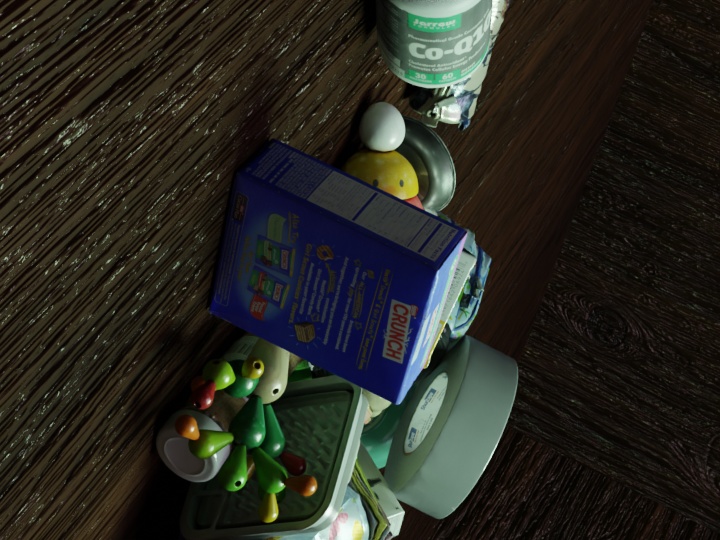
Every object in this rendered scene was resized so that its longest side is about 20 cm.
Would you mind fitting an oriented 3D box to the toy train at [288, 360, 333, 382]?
[{"bbox_3d":[-0.051,0.132,1.768,0.042,0.056,0.201,-101,176,-67],"label":"toy train"}]

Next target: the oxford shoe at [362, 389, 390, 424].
[{"bbox_3d":[0.017,0.117,1.726,0.074,0.071,0.200,-31,-176,1],"label":"oxford shoe"}]

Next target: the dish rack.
[{"bbox_3d":[-0.079,0.192,1.616,0.044,0.199,0.172,43,50,-35],"label":"dish rack"}]

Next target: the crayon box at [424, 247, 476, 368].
[{"bbox_3d":[0.000,0.000,1.651,0.126,0.199,0.052,-65,-166,6],"label":"crayon box"}]

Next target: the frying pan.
[{"bbox_3d":[0.057,-0.078,1.790,0.031,0.114,0.191,-34,126,-41],"label":"frying pan"}]

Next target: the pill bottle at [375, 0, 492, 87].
[{"bbox_3d":[0.068,-0.264,1.522,0.113,0.113,0.200,-60,167,-18],"label":"pill bottle"}]

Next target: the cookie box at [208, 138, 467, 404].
[{"bbox_3d":[-0.023,0.002,1.465,0.075,0.199,0.172,-51,162,-47],"label":"cookie box"}]

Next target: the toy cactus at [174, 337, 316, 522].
[{"bbox_3d":[-0.092,0.126,1.501,0.200,0.102,0.166,57,35,-39],"label":"toy cactus"}]

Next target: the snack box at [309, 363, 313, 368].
[{"bbox_3d":[-0.038,0.043,1.877,0.200,0.037,0.117,-52,163,-47],"label":"snack box"}]

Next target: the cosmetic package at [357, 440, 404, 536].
[{"bbox_3d":[-0.034,0.219,1.845,0.082,0.200,0.051,-15,142,-26],"label":"cosmetic package"}]

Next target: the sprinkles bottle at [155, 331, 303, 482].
[{"bbox_3d":[-0.121,0.119,1.600,0.200,0.068,0.069,-52,163,-47],"label":"sprinkles bottle"}]

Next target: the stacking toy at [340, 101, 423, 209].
[{"bbox_3d":[0.014,-0.078,1.729,0.146,0.145,0.201,-40,134,-63],"label":"stacking toy"}]

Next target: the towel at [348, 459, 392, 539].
[{"bbox_3d":[-0.035,0.268,1.755,0.023,0.144,0.200,-12,149,-34],"label":"towel"}]

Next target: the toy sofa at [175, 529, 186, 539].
[{"bbox_3d":[-0.142,0.250,1.748,0.201,0.082,0.098,-65,163,5],"label":"toy sofa"}]

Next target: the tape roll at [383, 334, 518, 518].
[{"bbox_3d":[0.100,0.174,1.849,0.201,0.066,0.200,-60,-171,16],"label":"tape roll"}]

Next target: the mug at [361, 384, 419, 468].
[{"bbox_3d":[0.009,0.154,1.992,0.185,0.152,0.114,-37,165,-2],"label":"mug"}]

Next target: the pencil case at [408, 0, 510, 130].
[{"bbox_3d":[0.115,-0.256,1.819,0.090,0.077,0.201,-82,-172,-56],"label":"pencil case"}]

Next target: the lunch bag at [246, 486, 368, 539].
[{"bbox_3d":[-0.086,0.314,1.660,0.170,0.127,0.201,-44,165,-45],"label":"lunch bag"}]

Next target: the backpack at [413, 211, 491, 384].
[{"bbox_3d":[0.069,0.026,1.877,0.163,0.153,0.201,-49,-148,48],"label":"backpack"}]
